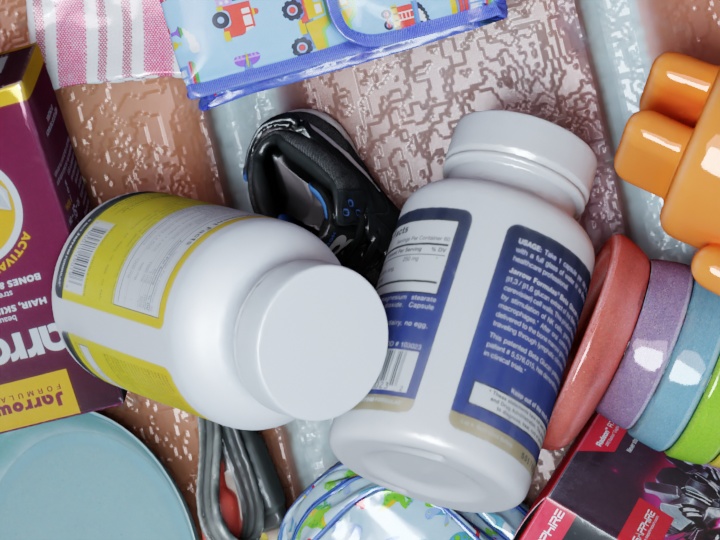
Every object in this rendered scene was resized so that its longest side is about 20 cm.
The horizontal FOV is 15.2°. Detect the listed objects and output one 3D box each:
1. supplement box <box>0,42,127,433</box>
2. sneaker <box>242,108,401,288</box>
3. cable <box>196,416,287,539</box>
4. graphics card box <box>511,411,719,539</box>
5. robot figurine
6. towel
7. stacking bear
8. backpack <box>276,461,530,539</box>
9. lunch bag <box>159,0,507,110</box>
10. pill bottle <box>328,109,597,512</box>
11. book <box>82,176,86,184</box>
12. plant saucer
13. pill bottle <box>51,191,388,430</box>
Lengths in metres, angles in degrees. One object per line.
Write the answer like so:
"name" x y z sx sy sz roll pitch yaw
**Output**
"supplement box" -0.210 -0.014 1.533 0.110 0.086 0.200 -14 110 5
"sneaker" 0.000 0.000 1.515 0.073 0.112 0.200 -40 88 14
"cable" -0.091 0.091 1.557 0.050 0.097 0.200 -22 89 25
"graphics card box" 0.193 0.163 1.487 0.200 0.125 0.051 33 121 6
"robot figurine" 0.241 -0.050 1.457 0.200 0.144 0.117 24 121 6
"towel" -0.103 -0.183 1.555 0.200 0.030 0.147 -4 96 12
"stacking bear" 0.211 0.066 1.485 0.200 0.121 0.114 22 120 -3
"backpack" 0.045 0.188 1.528 0.163 0.154 0.200 -43 74 20
"lunch bag" -0.017 -0.190 1.490 0.200 0.094 0.151 -16 89 1
"pill bottle" 0.063 0.020 1.448 0.111 0.111 0.200 15 70 9
"book" -0.280 -0.071 1.602 0.200 0.048 0.134 42 105 0
"plant saucer" -0.167 0.178 1.588 0.200 0.027 0.200 2 94 33
"pill bottle" -0.074 0.023 1.432 0.200 0.112 0.112 15 104 55
